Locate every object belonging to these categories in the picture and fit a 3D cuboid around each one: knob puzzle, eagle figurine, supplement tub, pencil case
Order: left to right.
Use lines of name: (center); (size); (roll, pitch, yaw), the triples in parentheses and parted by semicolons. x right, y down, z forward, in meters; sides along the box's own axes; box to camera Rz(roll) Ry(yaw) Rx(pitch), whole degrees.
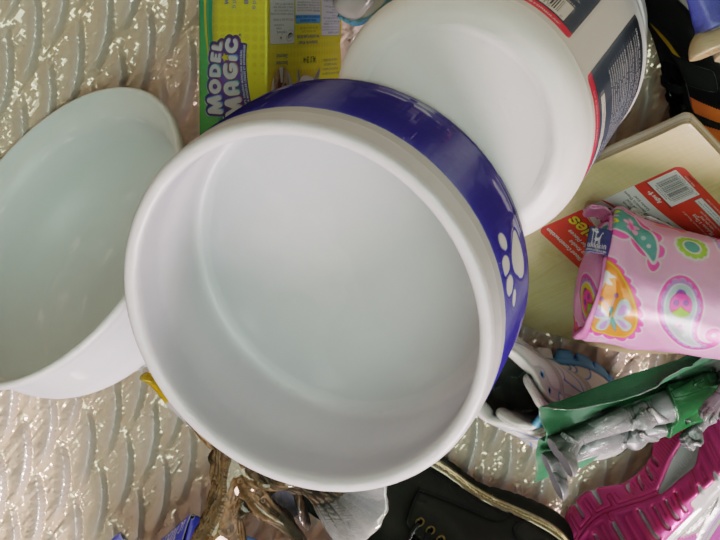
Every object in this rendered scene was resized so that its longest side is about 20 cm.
eagle figurine: (-0.065, 0.090, 0.992); (0.151, 0.200, 0.152); (-28, 102, 14)
supplement tub: (0.080, -0.111, 0.906); (0.139, 0.200, 0.142); (9, 116, 19)
knob puzzle: (0.175, -0.012, 1.034); (0.217, 0.031, 0.221); (7, 141, 6)
pencil case: (0.224, 0.017, 0.968); (0.198, 0.088, 0.088); (12, 112, 1)

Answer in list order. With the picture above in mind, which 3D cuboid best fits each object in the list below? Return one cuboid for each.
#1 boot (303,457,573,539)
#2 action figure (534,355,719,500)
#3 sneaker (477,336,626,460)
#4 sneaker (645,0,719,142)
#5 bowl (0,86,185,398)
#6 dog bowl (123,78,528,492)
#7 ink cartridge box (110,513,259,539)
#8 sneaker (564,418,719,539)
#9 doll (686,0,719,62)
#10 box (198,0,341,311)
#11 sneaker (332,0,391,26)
boot: (0.047, 0.187, 1.075); (0.198, 0.139, 0.078); (14, 115, 1)
action figure: (0.207, 0.080, 1.028); (0.198, 0.055, 0.118); (-24, 159, -12)
sneaker: (0.111, 0.085, 1.061); (0.199, 0.087, 0.075); (30, 106, -31)
sneaker: (0.219, -0.084, 1.018); (0.090, 0.070, 0.200); (-38, 113, 8)
bowl: (-0.154, -0.002, 0.971); (0.201, 0.202, 0.090); (-41, 132, 12)
dog bowl: (-0.016, 0.007, 0.836); (0.198, 0.079, 0.202); (9, 115, 19)
ink cartridge box: (-0.082, 0.234, 1.091); (0.198, 0.077, 0.136); (22, 150, -15)
sneaker: (0.215, 0.173, 1.122); (0.088, 0.082, 0.200); (20, 125, -35)
doll: (0.174, -0.219, 0.925); (0.048, 0.136, 0.202); (-26, 82, 32)
box: (-0.050, -0.081, 0.946); (0.048, 0.117, 0.202); (2, 98, 21)
sneaker: (0.022, -0.240, 0.938); (0.080, 0.077, 0.202); (22, 103, -6)
